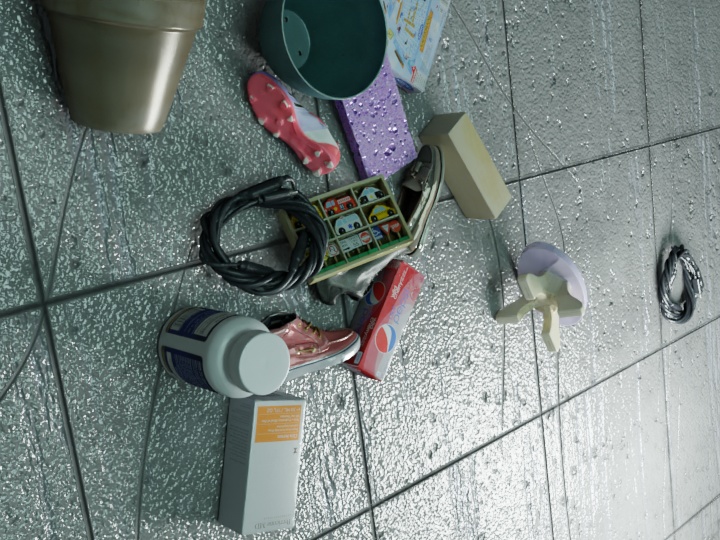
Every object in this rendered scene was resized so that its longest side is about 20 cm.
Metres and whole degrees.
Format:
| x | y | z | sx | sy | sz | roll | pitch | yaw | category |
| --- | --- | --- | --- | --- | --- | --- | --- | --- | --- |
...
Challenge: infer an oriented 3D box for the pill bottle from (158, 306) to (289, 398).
| x | y | z | sx | sy | sz | roll | pitch | yaw | category |
| --- | --- | --- | --- | --- | --- | --- | --- | --- | --- |
| -0.187 | 0.114 | 1.199 | 0.110 | 0.199 | 0.112 | -4 | 97 | -40 | pill bottle |

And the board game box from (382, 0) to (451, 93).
| x | y | z | sx | sy | sz | roll | pitch | yaw | category |
| --- | --- | --- | --- | --- | --- | --- | --- | --- | --- |
| 0.058 | -0.438 | 1.475 | 0.199 | 0.041 | 0.202 | 26 | 77 | -40 | board game box |

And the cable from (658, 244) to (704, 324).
| x | y | z | sx | sy | sz | roll | pitch | yaw | category |
| --- | --- | --- | --- | --- | --- | --- | --- | --- | --- |
| 0.788 | 0.032 | 2.159 | 0.163 | 0.051 | 0.201 | -41 | 121 | -26 | cable |

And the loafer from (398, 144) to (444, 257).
| x | y | z | sx | sy | sz | roll | pitch | yaw | category |
| --- | --- | --- | --- | --- | --- | --- | --- | --- | --- |
| 0.096 | -0.127 | 1.519 | 0.062 | 0.072 | 0.202 | 14 | 87 | -34 | loafer |

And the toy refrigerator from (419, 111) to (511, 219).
| x | y | z | sx | sy | sz | roll | pitch | yaw | category |
| --- | --- | --- | --- | --- | --- | --- | --- | --- | --- |
| 0.196 | -0.192 | 1.595 | 0.070 | 0.076 | 0.201 | -50 | 122 | -26 | toy refrigerator |

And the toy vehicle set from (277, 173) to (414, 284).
| x | y | z | sx | sy | sz | roll | pitch | yaw | category |
| --- | --- | --- | --- | --- | --- | --- | --- | --- | --- |
| -0.022 | -0.068 | 1.392 | 0.199 | 0.026 | 0.125 | -22 | 81 | -29 | toy vehicle set |

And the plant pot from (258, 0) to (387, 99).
| x | y | z | sx | sy | sz | roll | pitch | yaw | category |
| --- | --- | --- | --- | --- | --- | --- | --- | --- | --- |
| -0.076 | -0.353 | 1.302 | 0.199 | 0.134 | 0.203 | -3 | 95 | -41 | plant pot |

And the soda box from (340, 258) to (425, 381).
| x | y | z | sx | sy | sz | roll | pitch | yaw | category |
| --- | --- | --- | --- | --- | --- | --- | --- | --- | --- |
| 0.035 | 0.082 | 1.484 | 0.070 | 0.063 | 0.202 | 34 | 72 | -37 | soda box |

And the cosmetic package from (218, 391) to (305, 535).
| x | y | z | sx | sy | sz | roll | pitch | yaw | category |
| --- | --- | --- | --- | --- | --- | --- | --- | --- | --- |
| -0.151 | 0.292 | 1.332 | 0.101 | 0.071 | 0.203 | 5 | 91 | -41 | cosmetic package |

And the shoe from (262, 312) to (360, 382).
| x | y | z | sx | sy | sz | roll | pitch | yaw | category |
| --- | --- | --- | --- | --- | --- | --- | --- | --- | --- |
| -0.084 | 0.107 | 1.374 | 0.199 | 0.071 | 0.092 | -18 | 111 | -34 | shoe |

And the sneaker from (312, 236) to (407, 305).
| x | y | z | sx | sy | sz | roll | pitch | yaw | category |
| --- | --- | --- | --- | --- | --- | --- | --- | --- | --- |
| 0.000 | 0.000 | 1.445 | 0.199 | 0.066 | 0.091 | -23 | 113 | -31 | sneaker |

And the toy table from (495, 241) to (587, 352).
| x | y | z | sx | sy | sz | roll | pitch | yaw | category |
| --- | --- | --- | --- | --- | --- | --- | --- | --- | --- |
| 0.368 | 0.057 | 1.711 | 0.201 | 0.183 | 0.117 | 52 | 45 | -17 | toy table |

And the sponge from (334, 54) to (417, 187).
| x | y | z | sx | sy | sz | roll | pitch | yaw | category |
| --- | --- | --- | --- | --- | --- | --- | --- | --- | --- |
| 0.023 | -0.252 | 1.443 | 0.111 | 0.030 | 0.201 | -35 | 124 | -24 | sponge |

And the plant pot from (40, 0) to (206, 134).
| x | y | z | sx | sy | sz | roll | pitch | yaw | category |
| --- | --- | --- | --- | --- | --- | --- | --- | --- | --- |
| -0.303 | -0.271 | 1.093 | 0.199 | 0.199 | 0.175 | -6 | 114 | -41 | plant pot |

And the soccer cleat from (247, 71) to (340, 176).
| x | y | z | sx | sy | sz | roll | pitch | yaw | category |
| --- | --- | --- | --- | --- | --- | --- | --- | --- | --- |
| -0.102 | -0.234 | 1.348 | 0.200 | 0.066 | 0.077 | 47 | 33 | -27 | soccer cleat |

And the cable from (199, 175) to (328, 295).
| x | y | z | sx | sy | sz | roll | pitch | yaw | category |
| --- | --- | --- | --- | --- | --- | --- | --- | --- | --- |
| -0.145 | -0.042 | 1.283 | 0.199 | 0.051 | 0.165 | -27 | 95 | -30 | cable |
